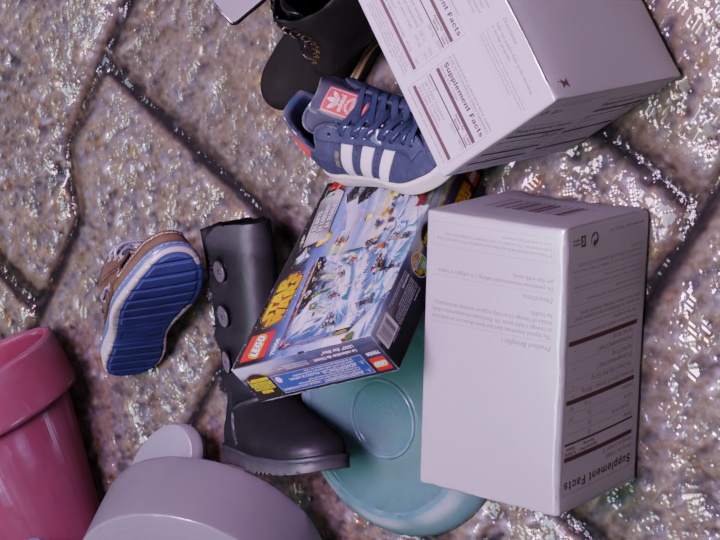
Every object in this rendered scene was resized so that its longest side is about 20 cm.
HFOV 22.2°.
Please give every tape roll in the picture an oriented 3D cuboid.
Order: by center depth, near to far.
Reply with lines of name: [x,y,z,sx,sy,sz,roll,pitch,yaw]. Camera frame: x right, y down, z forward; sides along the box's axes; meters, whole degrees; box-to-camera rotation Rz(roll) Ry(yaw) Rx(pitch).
tape roll: [-0.127,0.243,1.501,0.199,0.066,0.201,11,135,11]

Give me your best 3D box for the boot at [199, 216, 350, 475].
boot: [-0.071,0.057,1.460,0.165,0.065,0.201,-1,92,56]

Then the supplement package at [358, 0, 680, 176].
supplement package: [0.095,-0.185,1.242,0.111,0.155,0.201,-32,79,41]

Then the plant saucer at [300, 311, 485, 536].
plant saucer: [0.024,0.114,1.445,0.199,0.027,0.201,10,105,38]

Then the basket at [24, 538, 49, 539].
basket: [-0.297,0.307,1.539,0.176,0.200,0.139,-43,51,21]

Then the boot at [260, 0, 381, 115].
boot: [-0.042,-0.180,1.367,0.200,0.138,0.078,-41,73,37]

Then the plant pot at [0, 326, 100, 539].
plant pot: [-0.327,0.175,1.649,0.199,0.200,0.180,-17,103,40]

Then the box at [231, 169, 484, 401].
box: [0.000,0.000,1.342,0.136,0.200,0.040,-15,127,40]

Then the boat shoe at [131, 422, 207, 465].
boat shoe: [-0.172,0.213,1.605,0.069,0.056,0.201,45,123,34]

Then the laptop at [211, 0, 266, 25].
laptop: [-0.089,-0.316,1.318,0.187,0.116,0.200,-39,89,6]

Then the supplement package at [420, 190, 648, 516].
supplement package: [0.122,0.054,1.293,0.116,0.117,0.201,10,105,35]

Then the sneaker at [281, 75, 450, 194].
sneaker: [0.009,-0.106,1.335,0.200,0.084,0.075,-4,52,56]

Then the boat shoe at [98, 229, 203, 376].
boat shoe: [-0.188,0.014,1.543,0.200,0.072,0.073,-55,47,52]
